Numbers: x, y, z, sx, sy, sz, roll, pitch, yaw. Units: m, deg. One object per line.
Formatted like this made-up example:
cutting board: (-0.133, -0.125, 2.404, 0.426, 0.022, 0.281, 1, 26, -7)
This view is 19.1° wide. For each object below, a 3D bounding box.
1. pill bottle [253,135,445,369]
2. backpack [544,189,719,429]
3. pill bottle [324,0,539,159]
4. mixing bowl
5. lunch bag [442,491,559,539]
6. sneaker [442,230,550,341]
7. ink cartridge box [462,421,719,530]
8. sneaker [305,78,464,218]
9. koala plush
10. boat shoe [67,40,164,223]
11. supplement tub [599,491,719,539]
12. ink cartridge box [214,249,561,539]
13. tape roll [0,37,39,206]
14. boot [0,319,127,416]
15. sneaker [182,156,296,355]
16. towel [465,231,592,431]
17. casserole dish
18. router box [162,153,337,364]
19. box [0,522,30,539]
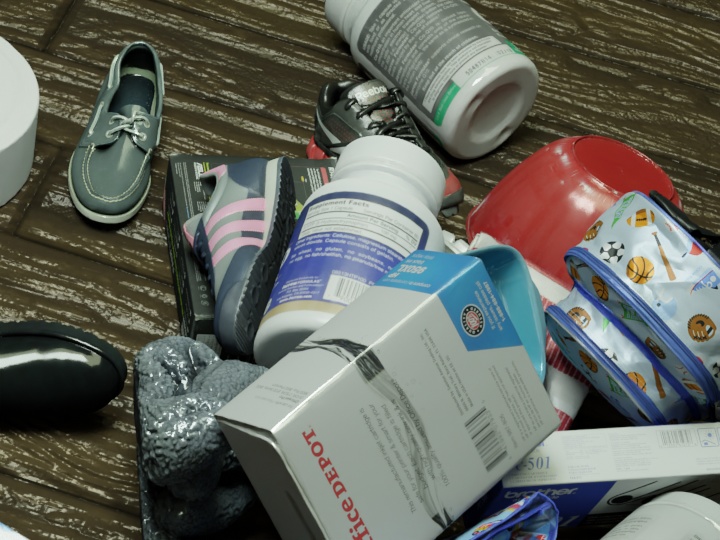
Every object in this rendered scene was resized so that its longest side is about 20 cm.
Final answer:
pill bottle: (0.000, 0.000, 1.650, 0.119, 0.120, 0.201, 17, 54, 3)
backpack: (0.227, 0.031, 1.621, 0.200, 0.191, 0.154, 40, 78, 18)
pill bottle: (0.062, -0.205, 1.980, 0.113, 0.114, 0.200, -23, 55, -34)
mixing bowl: (0.199, -0.043, 1.816, 0.199, 0.109, 0.201, 19, 30, -11)
lunch bag: (0.053, 0.234, 1.484, 0.094, 0.150, 0.200, 51, 40, -3)
sneaker: (0.076, 0.040, 1.758, 0.091, 0.078, 0.200, -30, 57, -33)
ink cartridge box: (0.180, 0.154, 1.591, 0.198, 0.094, 0.045, -1, 63, -17)
sneaker: (0.019, -0.108, 1.839, 0.070, 0.099, 0.200, -14, 30, -29)
koala plush: (-0.062, 0.126, 1.551, 0.198, 0.179, 0.184, -4, 32, -8)
boat shoe: (-0.208, -0.122, 1.855, 0.072, 0.062, 0.201, 12, 42, -3)
supplement tub: (0.190, 0.259, 1.514, 0.132, 0.133, 0.199, 38, 47, 24)
ink cartridge box: (0.020, 0.102, 1.461, 0.200, 0.145, 0.084, -38, 24, -24)
tape roll: (-0.372, -0.131, 1.812, 0.200, 0.071, 0.203, 7, 43, -7)
boot: (-0.287, 0.107, 1.584, 0.196, 0.074, 0.163, 11, 40, 6)
sneaker: (-0.103, -0.009, 1.682, 0.081, 0.071, 0.201, -2, 42, 13)
towel: (0.109, 0.080, 1.694, 0.143, 0.023, 0.201, 32, 64, 0)
casserole dish: (0.079, 0.048, 1.615, 0.039, 0.122, 0.199, -10, 2, 34)
router box: (-0.079, -0.009, 1.771, 0.148, 0.062, 0.201, 1, 44, -14)
box: (-0.287, 0.236, 1.444, 0.199, 0.041, 0.156, 29, 60, 13)
